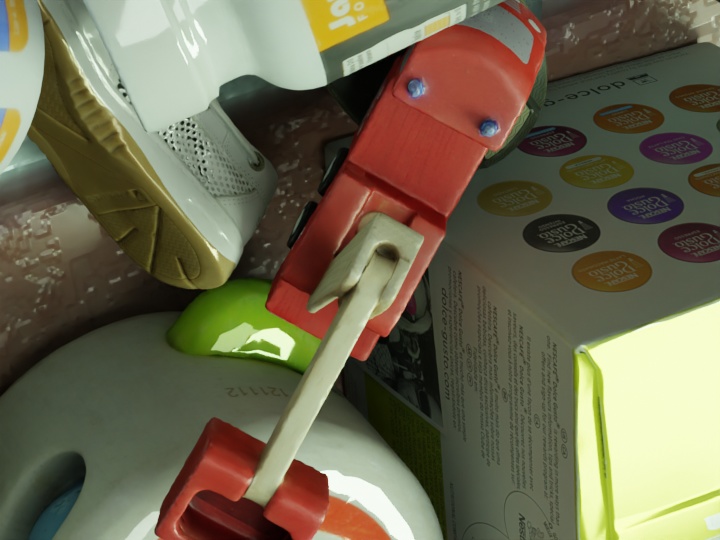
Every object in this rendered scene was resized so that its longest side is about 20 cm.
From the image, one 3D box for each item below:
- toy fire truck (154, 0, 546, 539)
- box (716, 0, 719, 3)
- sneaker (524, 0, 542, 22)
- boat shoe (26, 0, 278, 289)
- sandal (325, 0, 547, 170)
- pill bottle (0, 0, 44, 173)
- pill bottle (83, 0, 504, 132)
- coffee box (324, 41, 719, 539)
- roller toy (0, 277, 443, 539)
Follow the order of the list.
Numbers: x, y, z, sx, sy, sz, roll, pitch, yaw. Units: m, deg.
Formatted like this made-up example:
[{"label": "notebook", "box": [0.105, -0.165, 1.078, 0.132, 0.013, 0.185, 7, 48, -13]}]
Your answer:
[{"label": "toy fire truck", "box": [0.000, 0.000, 0.816, 0.049, 0.141, 0.200, 28, 111, -6]}, {"label": "box", "box": [0.166, -0.210, 0.860, 0.117, 0.197, 0.201, -4, 116, -29]}, {"label": "sneaker", "box": [0.043, -0.145, 0.887, 0.074, 0.088, 0.200, -27, 125, -17]}, {"label": "boat shoe", "box": [-0.100, -0.084, 0.853, 0.069, 0.071, 0.200, -55, 126, -30]}, {"label": "sandal", "box": [-0.008, -0.117, 0.874, 0.201, 0.057, 0.080, 39, 108, -15]}, {"label": "pill bottle", "box": [-0.198, -0.069, 0.706, 0.200, 0.112, 0.112, -6, 121, -61]}, {"label": "pill bottle", "box": [-0.001, -0.130, 0.765, 0.200, 0.116, 0.117, -26, 126, -3]}, {"label": "coffee box", "box": [0.122, 0.046, 0.965, 0.199, 0.198, 0.200, -17, 122, -23]}, {"label": "roller toy", "box": [-0.064, 0.123, 0.923, 0.182, 0.140, 0.200, -28, 123, -13]}]
